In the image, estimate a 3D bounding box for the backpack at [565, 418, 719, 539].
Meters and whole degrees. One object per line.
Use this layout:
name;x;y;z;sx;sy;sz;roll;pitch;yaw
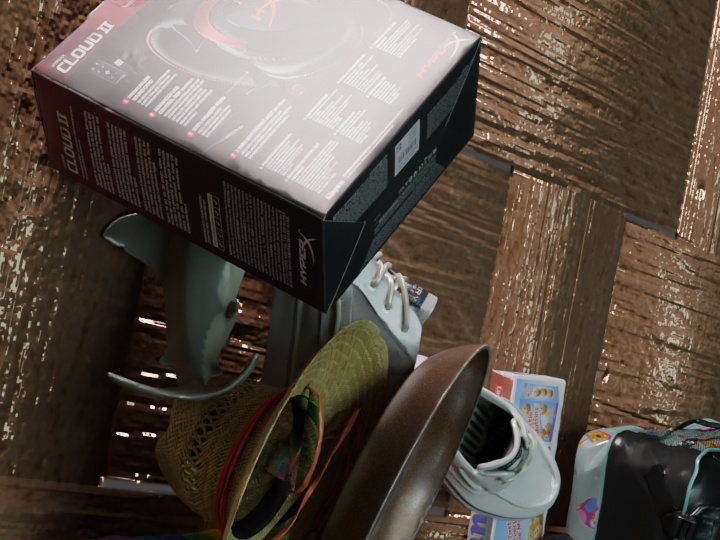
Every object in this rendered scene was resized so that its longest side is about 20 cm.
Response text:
backpack;0.256;0.203;1.300;0.198;0.152;0.178;0;98;-40

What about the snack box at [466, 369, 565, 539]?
snack box;0.110;0.177;1.221;0.071;0.024;0.203;10;88;-50

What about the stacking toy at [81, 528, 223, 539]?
stacking toy;-0.089;0.179;0.947;0.199;0.085;0.087;-7;101;-54

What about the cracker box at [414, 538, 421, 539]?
cracker box;0.019;0.298;1.105;0.133;0.057;0.203;-16;108;-48

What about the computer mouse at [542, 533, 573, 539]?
computer mouse;0.125;0.269;1.190;0.201;0.034;0.059;-60;151;-42

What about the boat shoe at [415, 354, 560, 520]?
boat shoe;0.083;0.122;1.127;0.199;0.066;0.074;34;75;-38

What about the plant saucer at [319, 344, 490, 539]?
plant saucer;0.019;0.128;0.978;0.201;0.032;0.201;-58;167;-21

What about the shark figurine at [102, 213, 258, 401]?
shark figurine;-0.099;0.003;0.894;0.089;0.128;0.216;20;51;-10

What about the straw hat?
straw hat;-0.064;0.099;0.896;0.202;0.084;0.202;-56;159;-33

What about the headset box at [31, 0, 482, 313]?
headset box;-0.059;-0.090;0.850;0.149;0.198;0.075;-50;156;-33

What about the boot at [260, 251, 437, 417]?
boot;0.000;0.000;0.962;0.074;0.094;0.202;-72;172;-56
